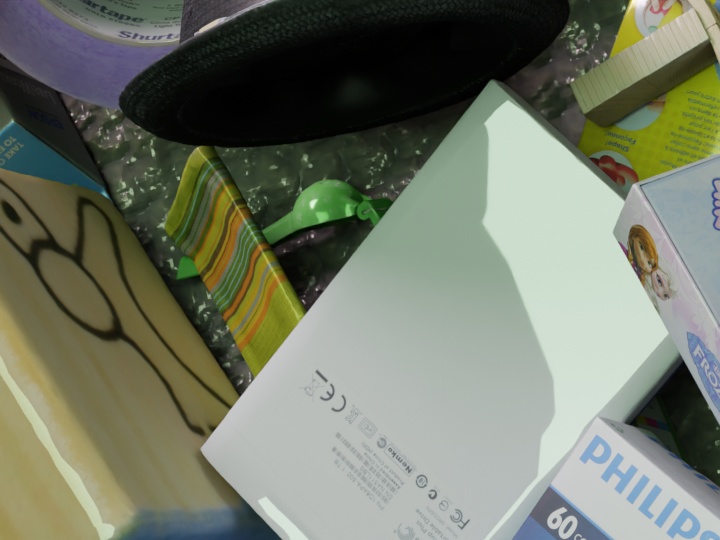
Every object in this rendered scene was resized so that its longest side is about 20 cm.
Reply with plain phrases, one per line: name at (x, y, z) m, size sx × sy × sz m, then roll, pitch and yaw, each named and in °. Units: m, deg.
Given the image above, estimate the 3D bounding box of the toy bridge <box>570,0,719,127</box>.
toy bridge at (0.120, -0.085, 0.897) m, size 0.067 × 0.027 × 0.201 m, roll -30°, pitch 67°, yaw 21°

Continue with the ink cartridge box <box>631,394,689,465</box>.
ink cartridge box at (0.088, 0.108, 0.911) m, size 0.103 × 0.059 × 0.201 m, roll -30°, pitch 68°, yaw 21°

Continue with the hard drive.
hard drive at (0.040, 0.043, 0.883) m, size 0.132 × 0.025 × 0.200 m, roll 44°, pitch 104°, yaw 20°

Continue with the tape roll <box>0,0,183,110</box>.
tape roll at (-0.093, -0.179, 0.987) m, size 0.198 × 0.085 × 0.202 m, roll 1°, pitch 113°, yaw 4°

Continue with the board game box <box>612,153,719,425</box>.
board game box at (0.226, 0.026, 0.807) m, size 0.198 × 0.041 × 0.201 m, roll -19°, pitch 66°, yaw -16°

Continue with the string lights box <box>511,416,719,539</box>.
string lights box at (0.081, 0.169, 0.833) m, size 0.103 × 0.059 × 0.201 m, roll 39°, pitch 101°, yaw 31°

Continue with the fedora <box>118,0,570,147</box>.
fedora at (-0.013, -0.118, 0.887) m, size 0.199 × 0.200 × 0.093 m, roll -14°, pitch 80°, yaw 24°

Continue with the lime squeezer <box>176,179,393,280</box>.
lime squeezer at (0.000, 0.000, 0.991) m, size 0.199 × 0.038 × 0.071 m, roll 21°, pitch 90°, yaw 28°

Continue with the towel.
towel at (-0.032, 0.044, 0.965) m, size 0.018 × 0.086 × 0.201 m, roll -24°, pitch 73°, yaw -19°

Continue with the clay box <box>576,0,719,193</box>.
clay box at (0.162, -0.073, 0.916) m, size 0.114 × 0.047 × 0.202 m, roll 20°, pitch 91°, yaw 30°

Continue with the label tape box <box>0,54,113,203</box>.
label tape box at (-0.218, -0.050, 1.098) m, size 0.144 × 0.063 × 0.201 m, roll -39°, pitch 65°, yaw 16°

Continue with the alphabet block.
alphabet block at (-0.172, 0.090, 0.962) m, size 0.196 × 0.195 × 0.201 m, roll -40°, pitch 71°, yaw 13°
